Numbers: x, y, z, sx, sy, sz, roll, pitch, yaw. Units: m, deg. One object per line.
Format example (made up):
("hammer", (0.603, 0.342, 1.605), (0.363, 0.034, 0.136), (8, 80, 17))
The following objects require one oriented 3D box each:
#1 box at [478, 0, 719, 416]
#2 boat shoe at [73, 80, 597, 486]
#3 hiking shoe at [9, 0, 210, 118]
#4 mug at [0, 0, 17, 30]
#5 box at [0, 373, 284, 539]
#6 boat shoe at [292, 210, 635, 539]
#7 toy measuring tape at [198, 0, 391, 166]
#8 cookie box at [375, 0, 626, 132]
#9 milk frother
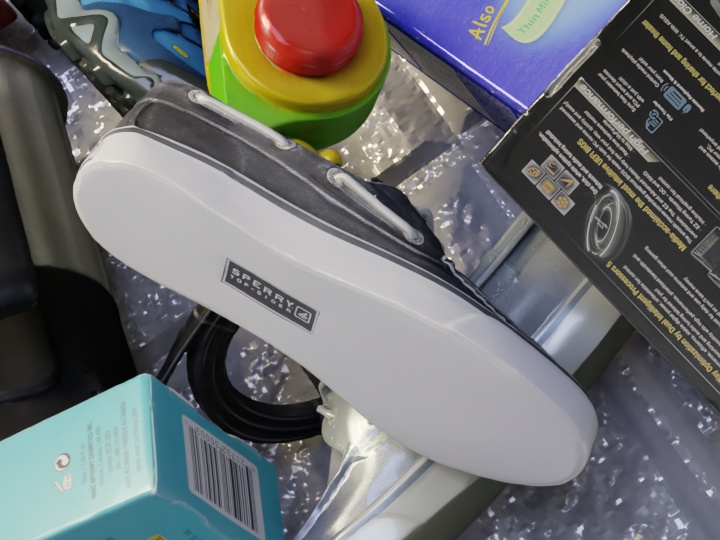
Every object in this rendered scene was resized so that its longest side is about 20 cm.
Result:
("box", (0.164, -0.023, 0.681), (0.200, 0.043, 0.160), (46, 111, 10))
("boat shoe", (0.000, 0.000, 0.702), (0.199, 0.072, 0.068), (29, 52, 5))
("hiking shoe", (-0.091, -0.116, 0.869), (0.087, 0.074, 0.200), (-44, 56, -3))
("mug", (-0.275, -0.085, 0.881), (0.133, 0.177, 0.200), (37, 88, 31))
("box", (-0.131, 0.111, 0.731), (0.199, 0.082, 0.049), (-26, 49, 21))
("boat shoe", (0.023, 0.055, 0.753), (0.071, 0.070, 0.201), (41, 80, 18))
("toy measuring tape", (-0.028, -0.116, 0.788), (0.073, 0.074, 0.201), (-14, 65, 15))
("cookie box", (0.077, -0.150, 0.821), (0.200, 0.075, 0.171), (39, 87, 31))
("milk frother", (-0.106, -0.002, 0.812), (0.199, 0.181, 0.189), (-3, 57, -28))
